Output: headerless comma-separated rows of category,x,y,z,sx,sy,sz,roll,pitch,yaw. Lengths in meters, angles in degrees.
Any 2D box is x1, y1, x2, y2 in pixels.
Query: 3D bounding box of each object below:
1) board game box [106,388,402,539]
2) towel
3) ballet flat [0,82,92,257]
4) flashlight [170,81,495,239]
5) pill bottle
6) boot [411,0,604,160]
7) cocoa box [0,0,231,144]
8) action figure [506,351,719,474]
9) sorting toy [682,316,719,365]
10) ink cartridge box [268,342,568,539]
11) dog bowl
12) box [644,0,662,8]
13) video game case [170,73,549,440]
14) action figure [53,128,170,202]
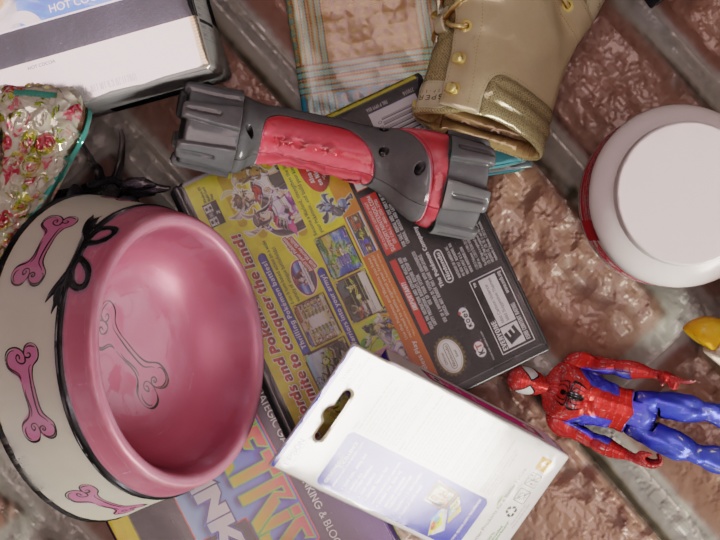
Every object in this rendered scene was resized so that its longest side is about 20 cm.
board game box,-0.080,0.149,1.637,0.165,0.057,0.201,-28,89,3
towel,0.026,-0.154,1.649,0.146,0.022,0.201,-10,90,1
ballet flat,-0.228,-0.037,1.543,0.064,0.076,0.201,19,119,-17
flashlight,-0.018,-0.069,1.565,0.199,0.068,0.068,10,78,-10
pill bottle,0.195,-0.045,1.554,0.111,0.200,0.113,0,90,2
boot,0.056,-0.173,1.590,0.199,0.073,0.156,27,75,-19
cocoa box,-0.199,-0.162,1.600,0.199,0.133,0.132,-15,90,2
action figure,0.192,0.096,1.634,0.199,0.052,0.066,16,95,4
sorting toy,0.301,-0.003,1.577,0.106,0.200,0.181,28,88,25
ink cartridge box,0.035,0.115,1.584,0.199,0.037,0.095,28,100,-37
dog bowl,-0.135,0.050,1.509,0.073,0.200,0.202,-6,90,34
box,0.228,-0.290,1.608,0.199,0.046,0.159,-34,89,-12
video game case,0.000,0.000,1.609,0.180,0.025,0.201,-25,90,-11
action figure,-0.175,0.012,1.619,0.118,0.102,0.201,-3,55,21
